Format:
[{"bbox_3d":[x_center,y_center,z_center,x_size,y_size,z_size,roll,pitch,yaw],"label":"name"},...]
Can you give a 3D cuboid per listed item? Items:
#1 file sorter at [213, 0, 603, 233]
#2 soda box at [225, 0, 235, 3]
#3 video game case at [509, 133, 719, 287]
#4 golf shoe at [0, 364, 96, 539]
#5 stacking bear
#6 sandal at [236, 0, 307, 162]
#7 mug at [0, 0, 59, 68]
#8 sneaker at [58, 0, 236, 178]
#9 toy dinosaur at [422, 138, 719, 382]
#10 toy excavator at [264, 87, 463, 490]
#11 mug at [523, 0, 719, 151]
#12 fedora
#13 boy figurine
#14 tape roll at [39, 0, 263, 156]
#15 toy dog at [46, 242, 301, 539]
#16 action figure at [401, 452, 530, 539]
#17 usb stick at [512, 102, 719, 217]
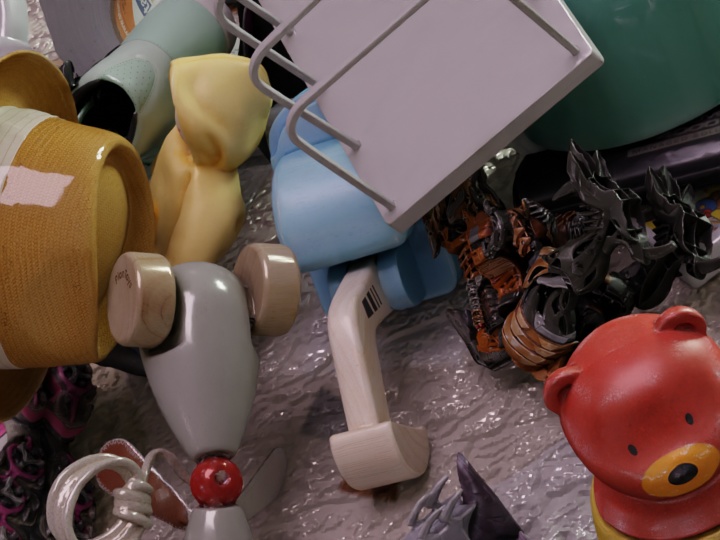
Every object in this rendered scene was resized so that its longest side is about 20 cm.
[{"bbox_3d":[0.000,-0.151,1.367,0.139,0.124,0.200,-40,53,15],"label":"file sorter"},{"bbox_3d":[-0.070,-0.224,1.765,0.200,0.071,0.063,-5,46,32],"label":"soda box"},{"bbox_3d":[0.197,-0.091,1.473,0.182,0.023,0.200,-38,38,-8],"label":"video game case"},{"bbox_3d":[-0.196,0.123,1.479,0.092,0.073,0.200,-41,29,29],"label":"golf shoe"},{"bbox_3d":[0.147,0.100,1.144,0.121,0.200,0.114,-24,38,10],"label":"stacking bear"},{"bbox_3d":[-0.042,-0.124,1.526,0.075,0.201,0.048,-5,30,14],"label":"sandal"},{"bbox_3d":[-0.267,-0.112,1.692,0.175,0.148,0.200,2,85,32],"label":"mug"},{"bbox_3d":[-0.154,-0.077,1.572,0.118,0.074,0.200,-46,-7,-43],"label":"sneaker"},{"bbox_3d":[0.112,0.012,1.367,0.200,0.102,0.136,45,112,13],"label":"toy dinosaur"},{"bbox_3d":[0.000,0.000,1.429,0.100,0.195,0.200,-15,12,20],"label":"toy excavator"},{"bbox_3d":[0.137,-0.160,1.458,0.152,0.114,0.185,-19,26,15],"label":"mug"},{"bbox_3d":[-0.162,-0.015,1.415,0.082,0.201,0.201,6,49,19],"label":"fedora"},{"bbox_3d":[-0.102,-0.032,1.488,0.064,0.200,0.124,11,38,-16],"label":"boy figurine"},{"bbox_3d":[-0.090,-0.164,1.603,0.200,0.200,0.066,-8,39,28],"label":"tape roll"},{"bbox_3d":[-0.090,0.078,1.391,0.096,0.132,0.200,-25,46,67],"label":"toy dog"},{"bbox_3d":[-0.003,0.182,1.269,0.200,0.069,0.130,-38,42,-3],"label":"action figure"},{"bbox_3d":[0.174,-0.063,1.413,0.200,0.033,0.055,-15,34,21],"label":"usb stick"}]
